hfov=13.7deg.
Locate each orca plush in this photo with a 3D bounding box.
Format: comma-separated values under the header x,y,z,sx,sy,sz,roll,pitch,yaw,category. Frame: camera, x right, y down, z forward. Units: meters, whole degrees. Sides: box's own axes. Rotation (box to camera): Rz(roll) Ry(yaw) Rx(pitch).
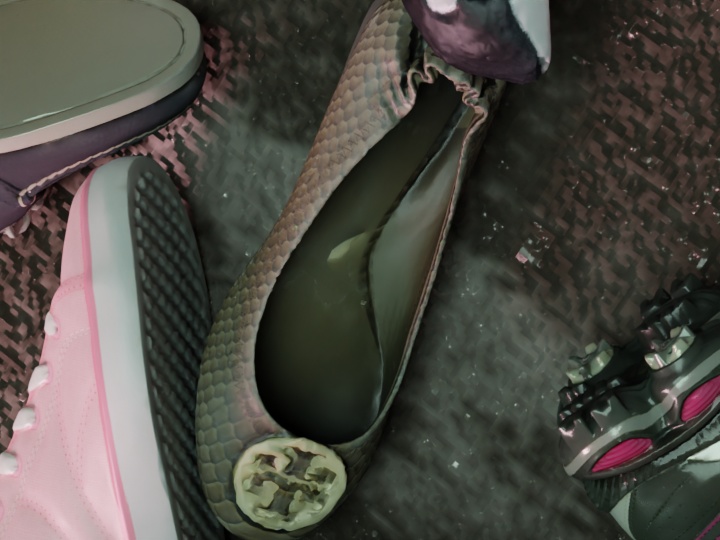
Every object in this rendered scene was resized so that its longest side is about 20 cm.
x,y,z,sx,sy,sz,roll,pitch,yaw,category
0.016,-0.155,0.908,0.071,0.105,0.201,-3,95,0,orca plush

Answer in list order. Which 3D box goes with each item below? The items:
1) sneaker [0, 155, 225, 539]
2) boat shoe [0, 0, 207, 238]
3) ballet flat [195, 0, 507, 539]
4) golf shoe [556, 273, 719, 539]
x,y,z,sx,sy,sz,roll,pitch,yaw,category
-0.102,0.064,1.003,0.104,0.075,0.201,-3,99,16,sneaker
-0.136,-0.042,1.026,0.199,0.073,0.063,-15,134,17,boat shoe
0.000,0.000,0.961,0.067,0.046,0.200,17,103,-25,ballet flat
0.155,0.020,0.910,0.200,0.077,0.088,-35,103,24,golf shoe
